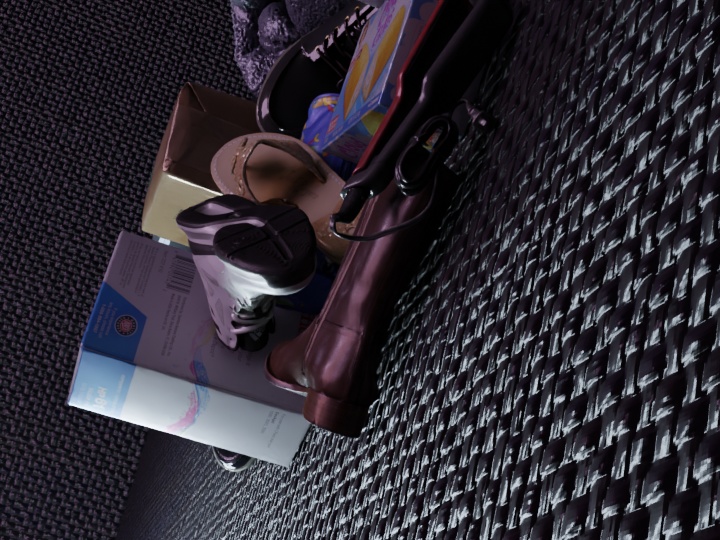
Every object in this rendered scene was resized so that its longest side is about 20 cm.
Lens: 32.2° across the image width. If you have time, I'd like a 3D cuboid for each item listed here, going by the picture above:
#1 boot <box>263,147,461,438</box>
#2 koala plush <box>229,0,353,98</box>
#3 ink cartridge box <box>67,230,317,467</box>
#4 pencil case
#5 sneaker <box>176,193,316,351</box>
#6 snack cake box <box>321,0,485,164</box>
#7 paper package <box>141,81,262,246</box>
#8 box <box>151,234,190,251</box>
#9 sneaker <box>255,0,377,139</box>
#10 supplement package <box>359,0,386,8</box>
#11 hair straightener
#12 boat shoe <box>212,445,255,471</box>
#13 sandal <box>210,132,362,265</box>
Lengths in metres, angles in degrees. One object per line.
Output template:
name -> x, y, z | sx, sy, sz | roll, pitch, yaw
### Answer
boot -> 0.000, 0.000, 0.876 | 0.201, 0.064, 0.186 | -72, 20, 4
koala plush -> -0.036, -0.263, 1.277 | 0.200, 0.176, 0.185 | 128, 147, -58
ink cartridge box -> -0.132, 0.067, 1.069 | 0.145, 0.199, 0.085 | -82, 12, -47
pencil case -> -0.029, -0.058, 1.079 | 0.087, 0.078, 0.201 | -28, 41, 52
sneaker -> -0.074, 0.013, 0.968 | 0.200, 0.075, 0.116 | 26, 137, 61
snack cake box -> 0.036, -0.148, 0.942 | 0.200, 0.067, 0.116 | 162, 126, -76
paper package -> -0.115, -0.085, 1.258 | 0.200, 0.190, 0.104 | 136, 152, -70
box -> -0.205, -0.017, 1.679 | 0.200, 0.159, 0.044 | 127, 159, -57
sneaker -> -0.017, -0.202, 1.140 | 0.200, 0.075, 0.106 | -48, 9, -10
supplement package -> 0.026, -0.300, 0.920 | 0.200, 0.190, 0.148 | 156, 132, -75
hair straightener -> 0.044, -0.099, 0.785 | 0.077, 0.041, 0.200 | 14, 63, 43
boat shoe -> -0.119, 0.100, 1.198 | 0.062, 0.074, 0.201 | -13, -62, -55
sandal -> -0.064, -0.079, 1.016 | 0.078, 0.070, 0.211 | -48, 51, -8
